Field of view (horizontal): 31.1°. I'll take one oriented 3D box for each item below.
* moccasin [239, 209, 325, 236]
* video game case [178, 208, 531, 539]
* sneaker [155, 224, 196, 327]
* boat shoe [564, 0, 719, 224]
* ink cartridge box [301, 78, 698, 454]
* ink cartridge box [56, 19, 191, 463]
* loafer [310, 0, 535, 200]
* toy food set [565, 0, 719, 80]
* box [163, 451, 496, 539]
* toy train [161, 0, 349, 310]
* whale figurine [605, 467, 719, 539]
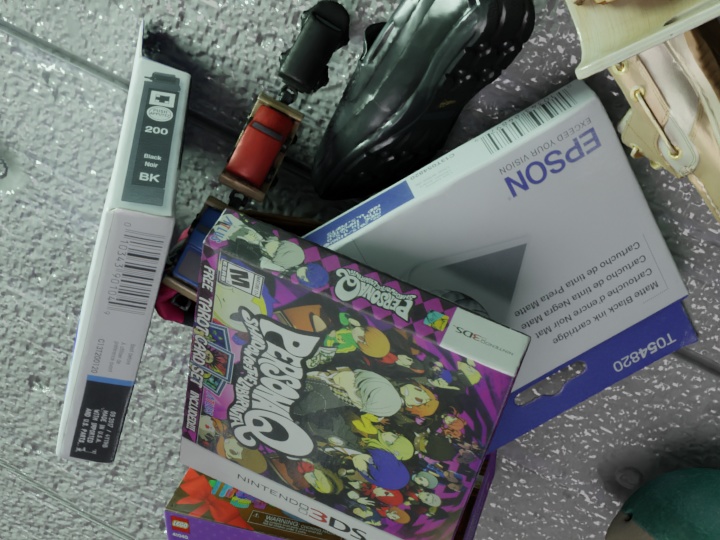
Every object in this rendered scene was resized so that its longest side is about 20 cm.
[{"bbox_3d":[0.000,-0.001,0.804,0.199,0.074,0.078,14,142,-1],"label":"moccasin"},{"bbox_3d":[-0.013,0.077,0.741,0.180,0.036,0.201,23,135,8],"label":"video game case"},{"bbox_3d":[-0.044,0.038,0.864,0.198,0.075,0.081,20,127,7],"label":"sneaker"},{"bbox_3d":[0.170,-0.093,0.702,0.069,0.074,0.201,-22,102,34],"label":"boat shoe"},{"bbox_3d":[0.088,0.021,0.763,0.198,0.041,0.201,-30,117,5],"label":"ink cartridge box"},{"bbox_3d":[-0.143,-0.020,0.801,0.043,0.201,0.199,11,129,-12],"label":"ink cartridge box"},{"bbox_3d":[0.027,-0.112,0.752,0.201,0.068,0.071,-47,59,45],"label":"loafer"},{"bbox_3d":[0.129,-0.209,0.609,0.143,0.060,0.202,-23,85,31],"label":"toy food set"},{"bbox_3d":[-0.017,0.151,0.888,0.198,0.137,0.039,10,126,14],"label":"box"},{"bbox_3d":[-0.059,-0.067,0.751,0.034,0.046,0.201,27,88,-6],"label":"toy train"},{"bbox_3d":[0.255,0.205,0.833,0.199,0.159,0.104,37,89,-6],"label":"whale figurine"}]
